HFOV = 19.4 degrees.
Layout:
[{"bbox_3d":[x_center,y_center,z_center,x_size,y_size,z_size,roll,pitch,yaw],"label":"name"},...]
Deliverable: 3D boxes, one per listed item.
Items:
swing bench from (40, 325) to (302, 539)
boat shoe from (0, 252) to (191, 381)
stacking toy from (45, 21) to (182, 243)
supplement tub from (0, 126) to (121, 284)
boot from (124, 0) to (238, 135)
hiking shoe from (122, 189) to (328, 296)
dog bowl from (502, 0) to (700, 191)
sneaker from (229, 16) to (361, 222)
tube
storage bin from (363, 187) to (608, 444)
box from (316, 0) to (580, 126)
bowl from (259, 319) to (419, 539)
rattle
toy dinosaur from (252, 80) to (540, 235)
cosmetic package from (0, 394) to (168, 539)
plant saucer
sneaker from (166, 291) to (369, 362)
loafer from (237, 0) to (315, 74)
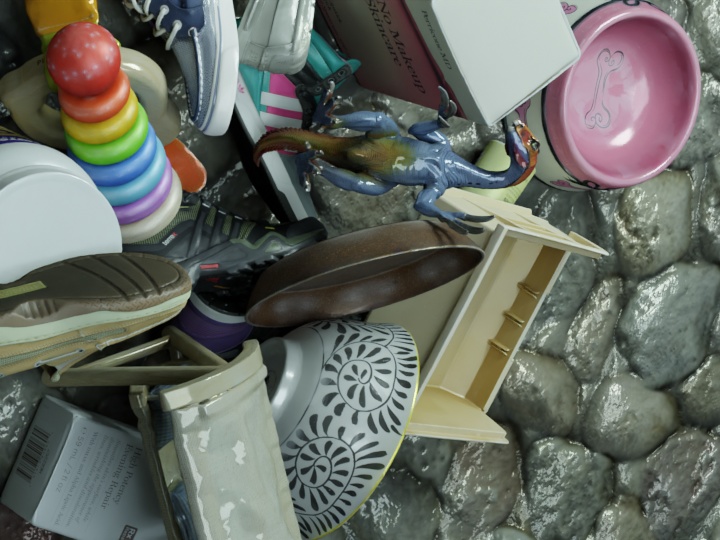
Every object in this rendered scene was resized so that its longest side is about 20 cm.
[{"bbox_3d":[-0.127,0.160,1.647,0.130,0.200,0.199,-20,105,-34],"label":"swing bench"},{"bbox_3d":[-0.215,0.041,1.488,0.200,0.072,0.076,-10,123,-23],"label":"boat shoe"},{"bbox_3d":[-0.194,-0.108,1.587,0.085,0.085,0.200,-40,149,-18],"label":"stacking toy"},{"bbox_3d":[-0.277,-0.033,1.581,0.145,0.200,0.145,-10,108,-31],"label":"supplement tub"},{"bbox_3d":[-0.150,-0.203,1.668,0.090,0.073,0.200,2,71,-20],"label":"boot"},{"bbox_3d":[-0.121,-0.031,1.717,0.200,0.076,0.101,-13,71,-31],"label":"hiking shoe"},{"bbox_3d":[0.231,-0.165,1.955,0.200,0.074,0.200,-9,108,-30],"label":"dog bowl"},{"bbox_3d":[-0.050,-0.136,1.778,0.121,0.084,0.200,-29,116,-13],"label":"sneaker"},{"bbox_3d":[0.085,-0.023,1.915,0.058,0.052,0.200,36,84,-13],"label":"tube"},{"bbox_3d":[0.102,0.042,1.869,0.199,0.094,0.200,12,108,-53],"label":"storage bin"},{"bbox_3d":[0.066,-0.214,1.755,0.109,0.200,0.128,-38,120,-18],"label":"box"},{"bbox_3d":[-0.050,0.114,1.742,0.094,0.201,0.201,29,86,-25],"label":"bowl"},{"bbox_3d":[-0.203,-0.157,1.701,0.130,0.143,0.200,-40,145,20],"label":"rattle"},{"bbox_3d":[0.043,-0.101,1.686,0.181,0.200,0.105,8,100,-32],"label":"toy dinosaur"},{"bbox_3d":[-0.191,0.186,1.777,0.200,0.074,0.102,23,89,-34],"label":"cosmetic package"},{"bbox_3d":[0.000,0.000,1.700,0.200,0.200,0.034,-7,77,-31],"label":"plant saucer"},{"bbox_3d":[-0.084,0.045,1.824,0.200,0.076,0.088,3,130,-41],"label":"sneaker"},{"bbox_3d":[-0.068,-0.255,1.712,0.070,0.070,0.200,8,66,-6],"label":"loafer"}]
